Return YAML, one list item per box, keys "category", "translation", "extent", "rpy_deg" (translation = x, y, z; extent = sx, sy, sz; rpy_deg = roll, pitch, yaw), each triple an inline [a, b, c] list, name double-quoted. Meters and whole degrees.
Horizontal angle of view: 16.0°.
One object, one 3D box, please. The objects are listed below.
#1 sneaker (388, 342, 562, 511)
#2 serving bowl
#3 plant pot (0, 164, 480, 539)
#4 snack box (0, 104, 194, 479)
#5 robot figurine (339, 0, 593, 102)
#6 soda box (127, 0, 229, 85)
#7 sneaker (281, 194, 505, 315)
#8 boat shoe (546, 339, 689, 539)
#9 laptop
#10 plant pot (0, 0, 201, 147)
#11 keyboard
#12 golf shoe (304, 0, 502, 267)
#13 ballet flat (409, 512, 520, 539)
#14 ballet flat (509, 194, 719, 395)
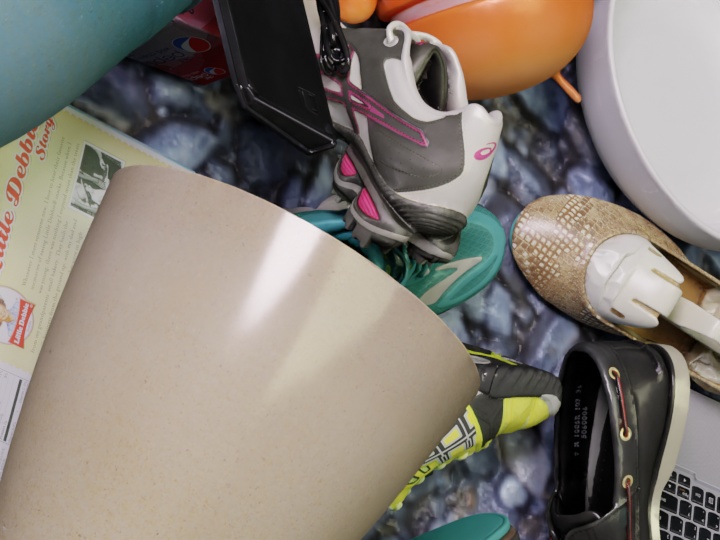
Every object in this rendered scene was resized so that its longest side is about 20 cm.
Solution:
- category: "sneaker"
  translation: [0.019, 0.078, 1.296]
  extent: [0.200, 0.075, 0.077]
  rpy_deg: [-3, 103, -38]
- category: "serving bowl"
  translation: [0.192, -0.102, 1.470]
  extent: [0.200, 0.066, 0.200]
  rpy_deg: [14, 68, -38]
- category: "plant pot"
  translation: [-0.076, 0.090, 1.101]
  extent: [0.187, 0.187, 0.200]
  rpy_deg: [39, 70, -27]
- category: "snack box"
  translation: [-0.151, 0.022, 1.177]
  extent: [0.116, 0.037, 0.200]
  rpy_deg: [28, 64, -34]
- category: "robot figurine"
  translation: [0.054, -0.176, 1.344]
  extent: [0.144, 0.116, 0.200]
  rpy_deg: [-11, 86, -64]
- category: "soda box"
  translation: [-0.075, -0.199, 1.273]
  extent: [0.070, 0.063, 0.200]
  rpy_deg: [18, 69, -37]
- category: "sneaker"
  translation: [0.000, 0.000, 1.275]
  extent: [0.200, 0.080, 0.078]
  rpy_deg: [-7, 98, -39]
- category: "boat shoe"
  translation: [0.126, 0.136, 1.351]
  extent: [0.063, 0.074, 0.202]
  rpy_deg: [5, 93, -29]
- category: "laptop"
  translation: [0.248, 0.166, 1.421]
  extent: [0.187, 0.116, 0.200]
  rpy_deg: [25, 63, -34]
- category: "plant pot"
  translation: [-0.196, -0.126, 1.081]
  extent: [0.188, 0.200, 0.200]
  rpy_deg: [-48, 111, -21]
- category: "keyboard"
  translation: [-0.045, -0.144, 1.192]
  extent: [0.127, 0.021, 0.200]
  rpy_deg: [26, 46, -54]
- category: "golf shoe"
  translation: [0.009, -0.090, 1.252]
  extent: [0.077, 0.088, 0.200]
  rpy_deg: [11, 32, -41]
- category: "ballet flat"
  translation: [-0.002, 0.181, 1.253]
  extent: [0.200, 0.068, 0.069]
  rpy_deg: [-19, 102, -31]
- category: "ballet flat"
  translation: [0.171, 0.016, 1.422]
  extent: [0.200, 0.065, 0.071]
  rpy_deg: [26, 89, -31]
